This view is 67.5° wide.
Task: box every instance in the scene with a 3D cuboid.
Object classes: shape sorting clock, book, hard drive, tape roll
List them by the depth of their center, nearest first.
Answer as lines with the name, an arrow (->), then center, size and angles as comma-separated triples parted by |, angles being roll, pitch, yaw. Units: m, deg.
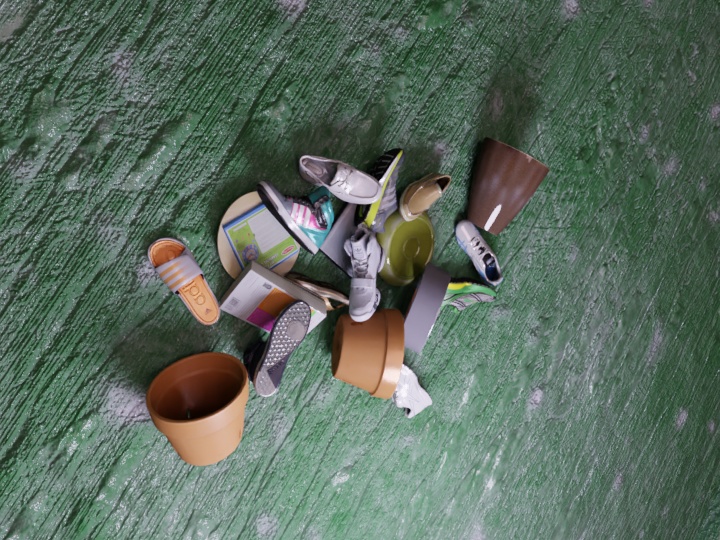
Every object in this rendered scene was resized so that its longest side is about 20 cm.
shape sorting clock -> -0.216, -0.067, 1.161 | 0.194, 0.039, 0.209 | -5, 99, -34
book -> -0.187, 0.077, 1.162 | 0.197, 0.049, 0.133 | 32, 120, -28
hard drive -> 0.000, -0.094, 1.276 | 0.139, 0.033, 0.203 | 39, 79, -27
tape roll -> 0.149, 0.089, 1.287 | 0.064, 0.200, 0.207 | 23, 86, 4

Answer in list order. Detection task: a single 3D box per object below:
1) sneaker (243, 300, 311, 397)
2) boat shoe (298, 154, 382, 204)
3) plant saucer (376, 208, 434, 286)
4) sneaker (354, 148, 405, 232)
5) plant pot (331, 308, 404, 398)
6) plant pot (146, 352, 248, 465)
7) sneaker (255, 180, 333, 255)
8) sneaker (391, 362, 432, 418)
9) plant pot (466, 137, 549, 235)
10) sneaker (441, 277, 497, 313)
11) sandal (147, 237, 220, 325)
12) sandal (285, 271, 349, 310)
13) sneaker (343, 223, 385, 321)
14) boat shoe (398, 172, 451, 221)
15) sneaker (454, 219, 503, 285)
sneaker -> -0.183, 0.150, 1.151 | 0.076, 0.145, 0.207 | 31, 82, -21
boat shoe -> -0.046, -0.198, 1.169 | 0.193, 0.069, 0.074 | 18, 87, 2
plant saucer -> 0.118, -0.058, 1.324 | 0.194, 0.031, 0.209 | -13, 112, -35
sneaker -> 0.055, -0.182, 1.242 | 0.079, 0.073, 0.206 | 24, 93, -34
plant pot -> 0.009, 0.183, 1.246 | 0.134, 0.200, 0.209 | 9, 94, -11
plant pot -> -0.313, 0.284, 1.080 | 0.194, 0.199, 0.145 | -18, 122, -23
sneaker -> -0.122, -0.143, 1.138 | 0.122, 0.083, 0.201 | -49, 127, -12
sneaker -> 0.109, 0.298, 1.372 | 0.087, 0.074, 0.202 | -40, 113, -11
plant pot -> 0.356, -0.204, 1.384 | 0.182, 0.187, 0.206 | 19, 104, -28
sneaker -> 0.274, 0.066, 1.431 | 0.192, 0.078, 0.089 | 4, 103, -19
sandal -> -0.346, 0.024, 1.094 | 0.079, 0.059, 0.210 | -39, 113, -17
sandal -> -0.088, 0.059, 1.230 | 0.194, 0.080, 0.056 | 21, 98, -26
sneaker -> 0.000, 0.000, 1.180 | 0.116, 0.072, 0.206 | 59, 36, -49
boat shoe -> 0.158, -0.185, 1.279 | 0.201, 0.074, 0.073 | -50, 122, -43
sneaker -> 0.318, -0.049, 1.426 | 0.071, 0.072, 0.203 | -39, 105, -16
